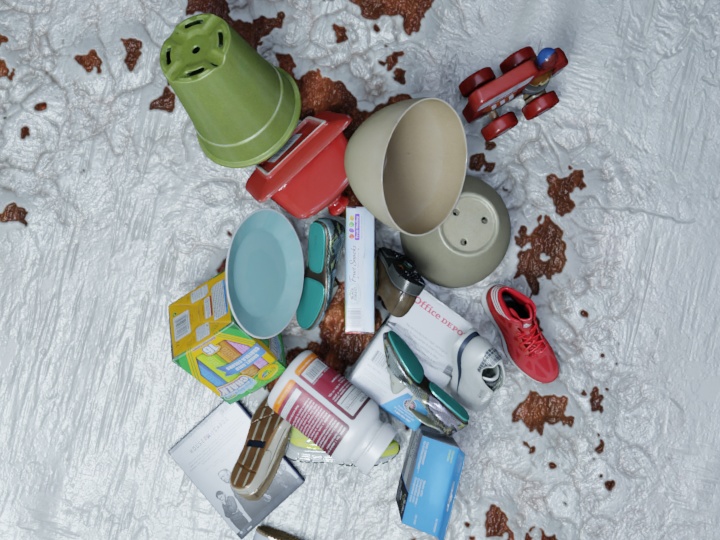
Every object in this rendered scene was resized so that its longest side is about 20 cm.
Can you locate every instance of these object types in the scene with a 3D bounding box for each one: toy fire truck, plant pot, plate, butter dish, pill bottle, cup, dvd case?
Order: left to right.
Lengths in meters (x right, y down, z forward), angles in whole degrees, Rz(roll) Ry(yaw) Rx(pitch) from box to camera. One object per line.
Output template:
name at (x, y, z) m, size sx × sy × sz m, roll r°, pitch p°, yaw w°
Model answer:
plant pot at (-0.219, -0.297, 1.135) m, size 0.197 × 0.190 × 0.204 m, roll -6°, pitch 69°, yaw 16°
dvd case at (-0.215, 0.341, 1.241) m, size 0.150 × 0.025 × 0.201 m, roll -40°, pitch 90°, yaw -2°
plate at (-0.153, 0.004, 1.112) m, size 0.025 × 0.199 × 0.204 m, roll 1°, pitch 89°, yaw 29°
butter dish at (-0.075, -0.155, 1.193) m, size 0.200 × 0.199 × 0.148 m, roll -43°, pitch 113°, yaw -3°
pill bottle at (-0.043, 0.231, 1.150) m, size 0.199 × 0.113 × 0.114 m, roll 37°, pitch 88°, yaw 9°
plant pot at (0.052, -0.164, 1.089) m, size 0.133 × 0.199 × 0.204 m, roll 17°, pitch 88°, yaw 41°
cup at (0.170, -0.073, 1.201) m, size 0.196 × 0.143 × 0.204 m, roll 0°, pitch 88°, yaw -2°
toy fire truck at (0.263, -0.311, 1.194) m, size 0.198 × 0.168 × 0.113 m, roll -28°, pitch 90°, yaw -2°

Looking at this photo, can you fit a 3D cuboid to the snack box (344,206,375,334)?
snack box at (0.000, 0.000, 1.194) m, size 0.052 × 0.142 × 0.204 m, roll 1°, pitch 90°, yaw 0°

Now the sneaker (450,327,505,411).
sneaker at (0.200, 0.184, 1.180) m, size 0.080 × 0.201 × 0.076 m, roll 32°, pitch 65°, yaw 34°

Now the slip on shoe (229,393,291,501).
slip on shoe at (-0.152, 0.291, 1.207) m, size 0.075 × 0.061 × 0.202 m, roll -1°, pitch 51°, yaw 30°

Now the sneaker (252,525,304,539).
sneaker at (-0.105, 0.526, 1.217) m, size 0.197 × 0.070 × 0.110 m, roll 21°, pitch 84°, yaw 6°

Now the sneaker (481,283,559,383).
sneaker at (0.280, 0.113, 1.214) m, size 0.078 × 0.116 × 0.201 m, roll -38°, pitch 90°, yaw -2°

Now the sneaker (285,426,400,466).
sneaker at (-0.028, 0.286, 1.223) m, size 0.196 × 0.078 × 0.092 m, roll 5°, pitch 82°, yaw -3°

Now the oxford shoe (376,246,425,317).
oxford shoe at (0.050, 0.017, 1.176) m, size 0.072 × 0.200 × 0.085 m, roll 22°, pitch 107°, yaw -9°

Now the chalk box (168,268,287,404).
chalk box at (-0.203, 0.122, 1.167) m, size 0.123 × 0.126 × 0.200 m, roll -31°, pitch 134°, yaw 11°

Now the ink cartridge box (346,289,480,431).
ink cartridge box at (0.089, 0.145, 1.223) m, size 0.144 × 0.084 × 0.201 m, roll 35°, pitch 88°, yaw -1°

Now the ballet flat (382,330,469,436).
ballet flat at (0.089, 0.191, 1.150) m, size 0.072 × 0.072 × 0.201 m, roll -42°, pitch 91°, yaw -2°

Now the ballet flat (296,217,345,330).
ballet flat at (-0.062, 0.007, 1.225) m, size 0.073 × 0.074 × 0.203 m, roll 12°, pitch 112°, yaw -1°

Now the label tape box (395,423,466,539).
label tape box at (0.109, 0.338, 1.163) m, size 0.062 × 0.200 × 0.147 m, roll 14°, pitch 89°, yaw -1°
